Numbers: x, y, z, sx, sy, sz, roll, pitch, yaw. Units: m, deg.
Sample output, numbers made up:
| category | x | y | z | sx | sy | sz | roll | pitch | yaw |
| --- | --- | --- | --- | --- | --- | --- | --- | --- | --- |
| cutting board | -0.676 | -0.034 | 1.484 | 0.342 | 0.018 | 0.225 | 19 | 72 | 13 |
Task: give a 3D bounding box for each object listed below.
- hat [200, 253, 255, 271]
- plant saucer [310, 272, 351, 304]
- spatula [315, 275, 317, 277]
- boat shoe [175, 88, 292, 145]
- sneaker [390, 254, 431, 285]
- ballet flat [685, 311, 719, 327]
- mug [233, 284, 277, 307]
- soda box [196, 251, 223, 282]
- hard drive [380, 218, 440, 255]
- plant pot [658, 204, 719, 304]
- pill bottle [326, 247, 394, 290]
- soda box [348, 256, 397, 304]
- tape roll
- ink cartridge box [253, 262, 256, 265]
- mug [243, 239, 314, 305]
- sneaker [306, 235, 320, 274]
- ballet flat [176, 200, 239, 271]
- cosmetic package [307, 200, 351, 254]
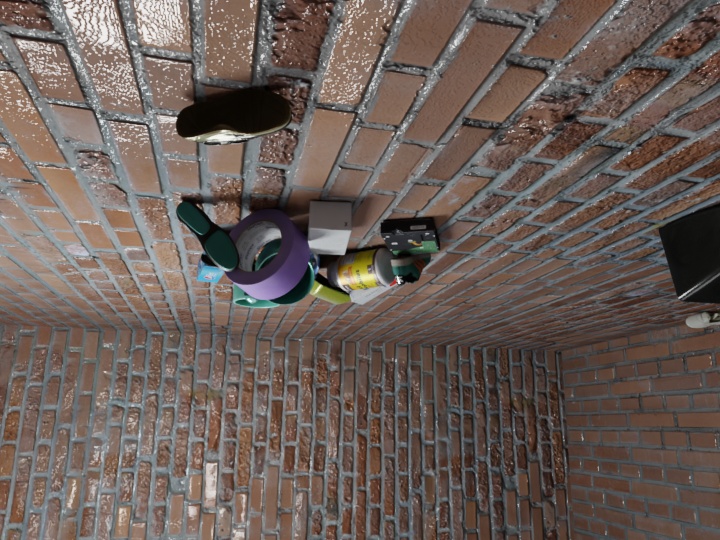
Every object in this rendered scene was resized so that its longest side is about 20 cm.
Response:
| category | x | y | z | sx | sy | sz | roll | pitch | yaw |
| --- | --- | --- | --- | --- | --- | --- | --- | --- | --- |
| hat | -0.340 | -0.048 | 1.614 | 0.198 | 0.082 | 0.201 | 17 | -173 | -2 |
| plant saucer | -0.143 | 0.040 | 1.821 | 0.199 | 0.048 | 0.199 | 33 | -176 | 32 |
| spatula | -0.195 | 0.024 | 1.721 | 0.056 | 0.021 | 0.199 | -31 | -166 | -29 |
| boat shoe | -0.195 | -0.241 | 0.940 | 0.197 | 0.074 | 0.065 | 0 | 177 | 17 |
| sneaker | 0.145 | -0.006 | 1.684 | 0.071 | 0.081 | 0.199 | -1 | -172 | 32 |
| ballet flat | 1.514 | 0.205 | 2.549 | 0.197 | 0.071 | 0.070 | -3 | 166 | -2 |
| mug | -0.320 | 0.047 | 1.900 | 0.183 | 0.116 | 0.151 | -10 | 161 | 34 |
| soda box | -0.453 | -0.016 | 1.795 | 0.067 | 0.065 | 0.200 | 7 | 164 | -20 |
| hard drive | 0.135 | -0.086 | 1.552 | 0.137 | 0.038 | 0.200 | -3 | 164 | 13 |
| plant pot | 0.862 | -0.050 | 1.380 | 0.196 | 0.203 | 0.178 | 4 | 152 | -12 |
| pill bottle | 0.000 | 0.000 | 1.741 | 0.198 | 0.111 | 0.109 | -9 | 162 | 33 |
| soda box | 0.057 | 0.028 | 1.806 | 0.199 | 0.064 | 0.068 | -31 | 154 | 23 |
| tape roll | -0.225 | -0.039 | 1.402 | 0.197 | 0.203 | 0.085 | -6 | 151 | 23 |
| ink cartridge box | -0.233 | 0.015 | 1.660 | 0.108 | 0.051 | 0.200 | -28 | -151 | -14 |
| mug | -0.214 | -0.002 | 1.533 | 0.182 | 0.154 | 0.115 | -3 | -155 | -9 |
| sneaker | -0.153 | -0.045 | 1.663 | 0.081 | 0.075 | 0.201 | 1 | 157 | -3 |
| ballet flat | -0.352 | -0.080 | 1.379 | 0.073 | 0.200 | 0.073 | -42 | -179 | 1 |
| cosmetic package | -0.078 | -0.100 | 1.440 | 0.100 | 0.072 | 0.200 | 2 | 165 | -6 |
